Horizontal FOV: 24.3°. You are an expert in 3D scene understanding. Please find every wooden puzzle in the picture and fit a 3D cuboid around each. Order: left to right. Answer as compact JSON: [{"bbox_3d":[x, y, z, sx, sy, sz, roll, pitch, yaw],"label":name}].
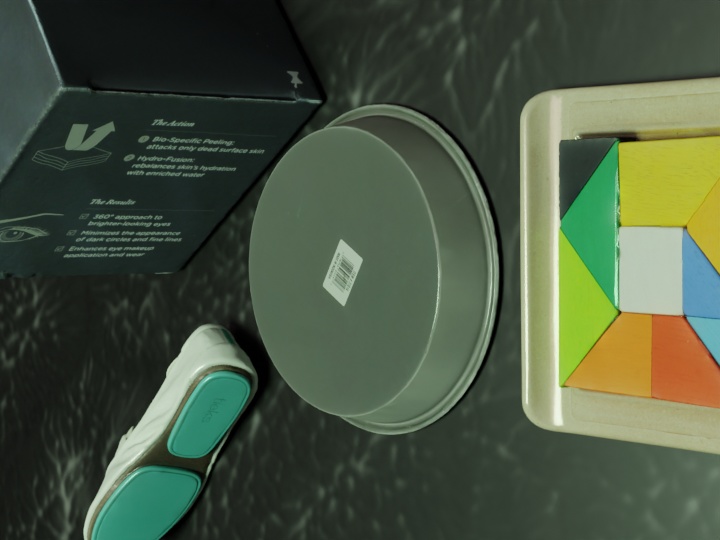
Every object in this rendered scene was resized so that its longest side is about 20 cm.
[{"bbox_3d":[0.156,-0.003,0.842,0.199,0.037,0.187,2,94,47],"label":"wooden puzzle"}]

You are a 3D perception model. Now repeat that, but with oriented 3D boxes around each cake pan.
[{"bbox_3d":[0.000,0.000,1.013,0.199,0.037,0.202,3,95,47],"label":"cake pan"}]

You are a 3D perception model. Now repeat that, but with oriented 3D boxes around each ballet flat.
[{"bbox_3d":[-0.132,0.116,1.154,0.070,0.069,0.200,54,124,31],"label":"ballet flat"}]

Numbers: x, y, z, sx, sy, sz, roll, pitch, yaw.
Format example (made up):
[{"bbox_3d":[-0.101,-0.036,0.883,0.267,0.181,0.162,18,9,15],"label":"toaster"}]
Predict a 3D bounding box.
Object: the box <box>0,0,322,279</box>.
[{"bbox_3d":[-0.167,-0.096,1.073,0.200,0.196,0.118,-45,60,39],"label":"box"}]
